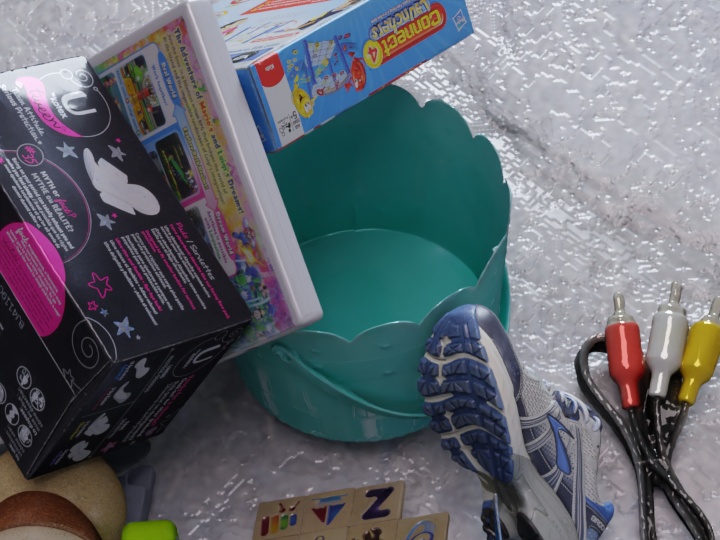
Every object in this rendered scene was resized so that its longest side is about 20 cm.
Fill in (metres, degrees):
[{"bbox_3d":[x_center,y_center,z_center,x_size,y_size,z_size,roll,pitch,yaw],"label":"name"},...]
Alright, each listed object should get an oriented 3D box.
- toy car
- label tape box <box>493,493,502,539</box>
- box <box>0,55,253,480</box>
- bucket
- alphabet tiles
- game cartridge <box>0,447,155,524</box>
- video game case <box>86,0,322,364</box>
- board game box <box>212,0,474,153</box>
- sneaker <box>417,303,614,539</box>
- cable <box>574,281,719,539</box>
[{"bbox_3d":[-0.186,0.167,1.507,0.164,0.158,0.200,-3,34,-1],"label":"toy car"},{"bbox_3d":[0.113,0.247,1.449,0.063,0.144,0.201,-2,61,3],"label":"label tape box"},{"bbox_3d":[-0.178,-0.003,1.470,0.115,0.132,0.200,-16,65,-43],"label":"box"},{"bbox_3d":[0.000,0.000,1.583,0.206,0.135,0.208,-3,52,3],"label":"bucket"},{"bbox_3d":[-0.029,0.209,1.508,0.166,0.006,0.200,-11,40,18],"label":"alphabet tiles"},{"bbox_3d":[-0.237,0.176,1.576,0.199,0.041,0.134,5,59,7],"label":"game cartridge"},{"bbox_3d":[-0.117,-0.039,1.498,0.024,0.182,0.201,-16,85,-45],"label":"video game case"},{"bbox_3d":[-0.065,-0.129,1.579,0.200,0.056,0.196,-3,22,45],"label":"board game box"},{"bbox_3d":[0.100,0.096,1.526,0.085,0.200,0.077,-39,33,-30],"label":"sneaker"},{"bbox_3d":[0.181,0.103,1.576,0.097,0.050,0.201,1,60,6],"label":"cable"}]
